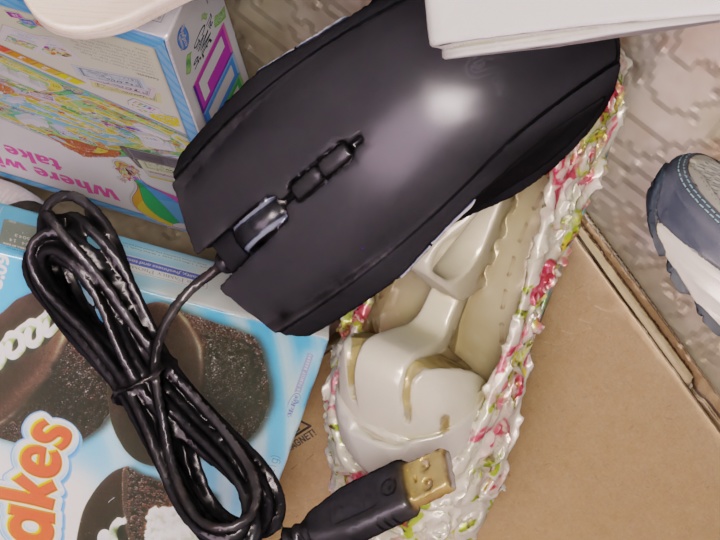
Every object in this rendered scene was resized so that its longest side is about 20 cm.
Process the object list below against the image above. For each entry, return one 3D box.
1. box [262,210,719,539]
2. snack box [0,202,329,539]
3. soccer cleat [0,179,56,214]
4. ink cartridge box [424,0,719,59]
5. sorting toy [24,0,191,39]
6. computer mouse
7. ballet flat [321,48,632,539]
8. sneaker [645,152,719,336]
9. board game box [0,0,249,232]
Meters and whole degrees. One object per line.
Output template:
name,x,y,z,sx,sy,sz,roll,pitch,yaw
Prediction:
box,0.038,0.088,0.876,0.200,0.021,0.164,-34,99,27
snack box,-0.094,0.084,0.866,0.116,0.037,0.201,15,116,-9
soccer cleat,-0.127,0.052,0.927,0.086,0.070,0.201,23,130,42
ink cartridge box,0.071,-0.160,0.647,0.082,0.146,0.201,-4,96,26
sorting toy,-0.046,-0.159,0.702,0.199,0.107,0.181,-4,84,39
computer mouse,0.000,0.000,0.744,0.199,0.046,0.141,-31,86,16
ballet flat,0.024,0.006,0.797,0.075,0.064,0.201,22,103,24
sneaker,0.183,-0.001,0.754,0.199,0.078,0.087,23,120,1
board game box,-0.133,-0.078,0.832,0.199,0.034,0.135,17,156,15
